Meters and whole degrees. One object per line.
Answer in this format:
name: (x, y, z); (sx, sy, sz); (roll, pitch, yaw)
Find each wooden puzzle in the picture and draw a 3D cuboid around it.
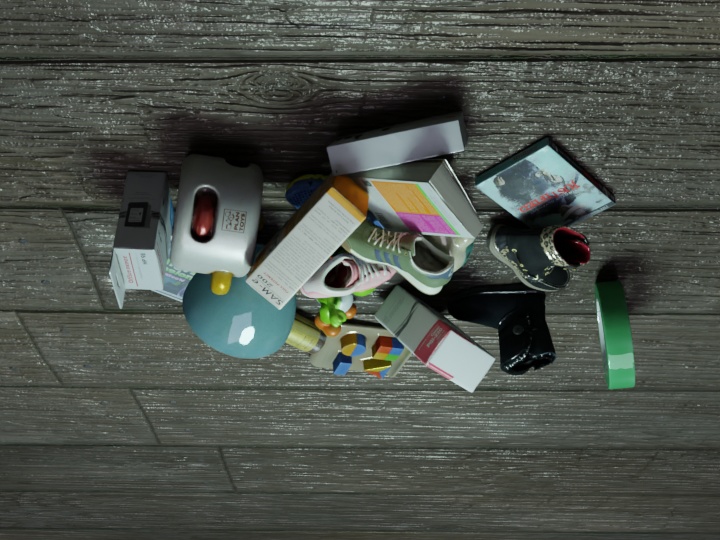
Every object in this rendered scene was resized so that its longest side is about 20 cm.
wooden puzzle: (0.007, 0.178, 1.892); (0.199, 0.046, 0.185); (11, 144, -14)

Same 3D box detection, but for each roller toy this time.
roller toy: (-0.221, -0.083, 1.399); (0.139, 0.201, 0.183); (8, 139, -11)

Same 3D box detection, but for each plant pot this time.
plant pot: (-0.191, 0.032, 1.534); (0.199, 0.201, 0.135); (15, 133, -20)

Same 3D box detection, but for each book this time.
book: (0.079, -0.106, 1.364); (0.200, 0.048, 0.134); (8, 145, 49)

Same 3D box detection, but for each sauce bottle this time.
sauce bottle: (-0.159, 0.104, 1.777); (0.200, 0.065, 0.065); (31, 135, -33)

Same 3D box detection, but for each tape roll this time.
tape roll: (0.475, 0.120, 1.665); (0.048, 0.201, 0.201); (-7, 145, 12)

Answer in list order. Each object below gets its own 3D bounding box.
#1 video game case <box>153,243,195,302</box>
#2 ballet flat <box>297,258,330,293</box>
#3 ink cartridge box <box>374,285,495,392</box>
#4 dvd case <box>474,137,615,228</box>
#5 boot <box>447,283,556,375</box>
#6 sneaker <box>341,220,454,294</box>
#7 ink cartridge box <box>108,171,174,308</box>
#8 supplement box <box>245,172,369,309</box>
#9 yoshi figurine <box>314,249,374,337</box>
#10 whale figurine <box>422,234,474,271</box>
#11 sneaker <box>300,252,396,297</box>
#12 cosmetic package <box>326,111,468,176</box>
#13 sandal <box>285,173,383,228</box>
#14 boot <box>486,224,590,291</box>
video game case: (-0.322, 0.003, 1.669); (0.200, 0.023, 0.182); (25, 138, -30)
ballet flat: (-0.096, -0.013, 1.596); (0.072, 0.068, 0.200); (22, 144, -4)
ink cartridge box: (0.138, 0.127, 1.683); (0.145, 0.200, 0.085); (33, 93, -37)
dvd case: (0.306, -0.131, 1.466); (0.146, 0.022, 0.200); (-28, 137, 35)
boot: (0.265, 0.115, 1.691); (0.199, 0.169, 0.077); (-8, 144, 14)
sneaker: (0.063, -0.039, 1.415); (0.200, 0.067, 0.090); (30, 149, -6)
ink cartridge box: (-0.352, -0.048, 1.442); (0.066, 0.201, 0.116); (2, 145, -3)
supplement box: (-0.080, -0.051, 1.359); (0.073, 0.126, 0.200); (40, 106, -11)
yoshi figurine: (-0.021, 0.044, 1.661); (0.112, 0.113, 0.200); (-8, 145, -16)
whale figurine: (0.132, -0.090, 1.473); (0.159, 0.104, 0.201); (25, 134, 33)
sneaker: (0.000, 0.000, 1.532); (0.200, 0.076, 0.105); (-17, -178, -24)
cosmetic package: (0.056, -0.190, 1.327); (0.199, 0.083, 0.051); (-10, 108, 14)
sandal: (-0.036, -0.092, 1.474); (0.199, 0.087, 0.079); (23, 141, -26)
boot: (0.332, -0.021, 1.535); (0.200, 0.073, 0.150); (35, 160, -30)
